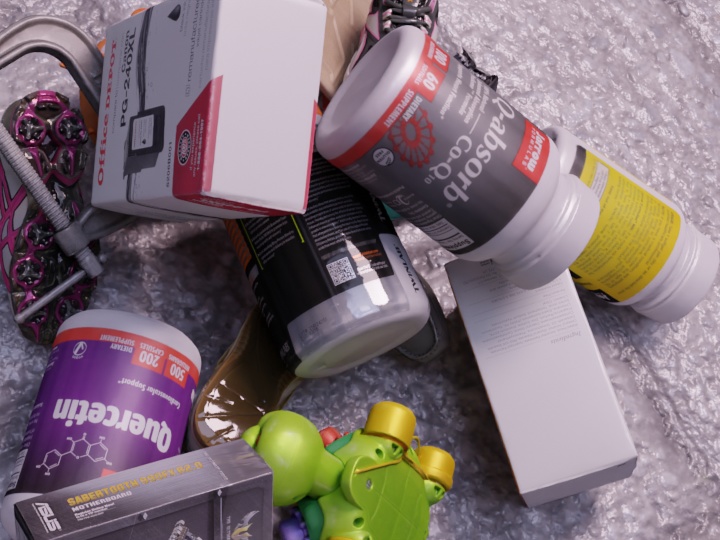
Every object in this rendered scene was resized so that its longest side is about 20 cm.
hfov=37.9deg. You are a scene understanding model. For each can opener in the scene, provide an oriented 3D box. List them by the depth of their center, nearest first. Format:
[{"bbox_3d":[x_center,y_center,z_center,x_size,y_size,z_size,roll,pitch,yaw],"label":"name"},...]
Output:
[{"bbox_3d":[0.080,-0.184,0.996,0.063,0.079,0.200,33,18,-19],"label":"can opener"}]

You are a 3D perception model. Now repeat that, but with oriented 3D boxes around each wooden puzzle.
[{"bbox_3d":[-0.026,-0.218,0.969,0.046,0.200,0.185,-10,63,18],"label":"wooden puzzle"}]

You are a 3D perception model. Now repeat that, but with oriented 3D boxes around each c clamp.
[{"bbox_3d":[-0.235,-0.087,0.799,0.171,0.027,0.200,-34,106,-29],"label":"c clamp"}]

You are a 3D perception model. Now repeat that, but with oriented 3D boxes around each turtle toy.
[{"bbox_3d":[-0.013,0.172,0.792,0.200,0.101,0.146,51,48,-42],"label":"turtle toy"}]

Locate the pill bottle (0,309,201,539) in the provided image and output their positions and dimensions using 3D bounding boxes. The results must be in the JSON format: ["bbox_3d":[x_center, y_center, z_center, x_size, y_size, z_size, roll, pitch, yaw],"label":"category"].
[{"bbox_3d":[-0.190,0.137,0.763,0.112,0.112,0.200,16,62,-12],"label":"pill bottle"}]

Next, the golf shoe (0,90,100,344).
[{"bbox_3d":[-0.259,-0.040,0.852,0.073,0.092,0.200,1,85,-35],"label":"golf shoe"}]

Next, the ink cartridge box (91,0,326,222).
[{"bbox_3d":[-0.116,-0.113,0.753,0.083,0.200,0.145,7,87,-35],"label":"ink cartridge box"}]

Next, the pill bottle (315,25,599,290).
[{"bbox_3d":[0.076,-0.079,0.784,0.200,0.116,0.116,35,58,-19],"label":"pill bottle"}]

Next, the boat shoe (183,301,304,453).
[{"bbox_3d":[-0.083,0.079,0.855,0.074,0.066,0.200,43,48,-3],"label":"boat shoe"}]

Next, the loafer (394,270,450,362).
[{"bbox_3d":[0.000,0.000,0.913,0.200,0.070,0.070,48,17,14],"label":"loafer"}]

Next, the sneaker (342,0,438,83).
[{"bbox_3d":[0.031,-0.203,0.897,0.080,0.086,0.200,8,38,-10],"label":"sneaker"}]

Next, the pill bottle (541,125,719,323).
[{"bbox_3d":[0.230,-0.038,0.984,0.200,0.114,0.114,31,59,-16],"label":"pill bottle"}]

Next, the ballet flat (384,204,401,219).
[{"bbox_3d":[0.067,-0.099,0.994,0.200,0.072,0.072,-19,73,-34],"label":"ballet flat"}]

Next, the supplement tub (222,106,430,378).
[{"bbox_3d":[-0.037,-0.027,0.824,0.122,0.123,0.200,-17,72,-25],"label":"supplement tub"}]

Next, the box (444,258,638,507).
[{"bbox_3d":[0.152,0.085,0.885,0.097,0.124,0.200,-19,69,6],"label":"box"}]

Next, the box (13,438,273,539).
[{"bbox_3d":[-0.138,0.224,0.693,0.158,0.200,0.048,-13,28,-31],"label":"box"}]

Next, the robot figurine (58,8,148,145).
[{"bbox_3d":[-0.154,-0.149,0.913,0.200,0.117,0.144,-6,112,-22],"label":"robot figurine"}]
